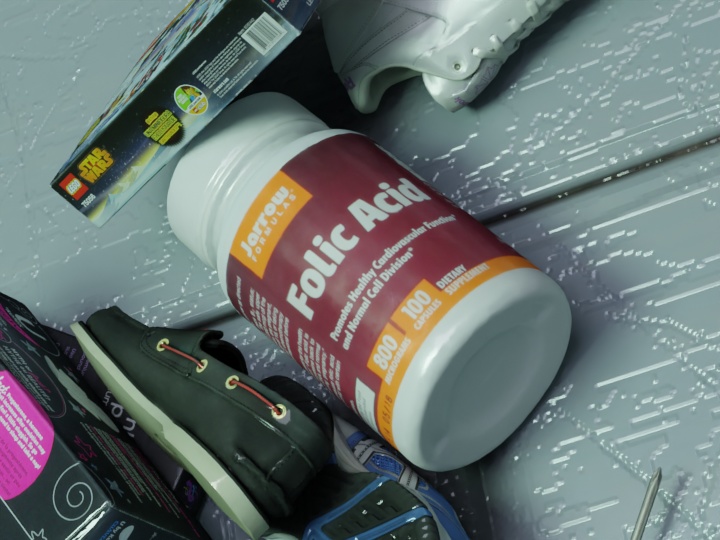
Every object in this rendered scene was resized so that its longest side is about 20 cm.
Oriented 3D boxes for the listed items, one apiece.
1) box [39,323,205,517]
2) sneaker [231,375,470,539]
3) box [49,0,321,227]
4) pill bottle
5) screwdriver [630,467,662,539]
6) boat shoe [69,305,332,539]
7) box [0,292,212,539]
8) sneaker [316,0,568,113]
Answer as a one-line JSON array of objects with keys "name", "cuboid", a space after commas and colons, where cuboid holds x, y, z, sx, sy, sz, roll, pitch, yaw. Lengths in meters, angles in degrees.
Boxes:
[{"name": "box", "cuboid": [-0.174, 0.105, 1.318, 0.199, 0.036, 0.144, 17, 80, 29]}, {"name": "sneaker", "cuboid": [-0.007, 0.121, 1.211, 0.076, 0.077, 0.200, -53, 41, 4]}, {"name": "box", "cuboid": [-0.073, -0.121, 1.257, 0.200, 0.040, 0.137, -39, 15, 43]}, {"name": "pill bottle", "cuboid": [0.000, 0.000, 1.223, 0.200, 0.114, 0.114, 39, 91, 31]}, {"name": "screwdriver", "cuboid": [0.114, 0.190, 1.149, 0.029, 0.028, 0.201, 25, 82, 0]}, {"name": "boat shoe", "cuboid": [-0.082, 0.064, 1.217, 0.063, 0.074, 0.201, -43, 37, -10]}, {"name": "box", "cuboid": [-0.192, 0.111, 1.239, 0.132, 0.115, 0.200, -47, 58, 6]}, {"name": "sneaker", "cuboid": [0.073, -0.140, 1.276, 0.199, 0.075, 0.100, -15, 82, 23]}]
